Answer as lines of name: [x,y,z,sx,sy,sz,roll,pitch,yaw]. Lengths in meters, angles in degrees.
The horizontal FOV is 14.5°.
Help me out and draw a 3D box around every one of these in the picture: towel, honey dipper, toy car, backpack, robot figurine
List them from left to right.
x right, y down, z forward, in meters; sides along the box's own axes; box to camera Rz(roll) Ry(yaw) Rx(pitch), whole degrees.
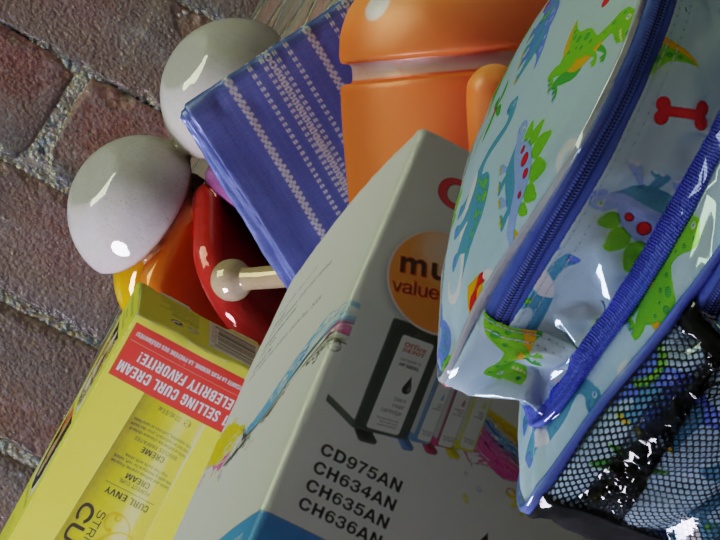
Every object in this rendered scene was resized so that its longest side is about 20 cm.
toy car: [-0.050,-0.026,1.559,0.200,0.175,0.150,-50,31,9]
honey dipper: [0.000,0.000,1.427,0.199,0.038,0.038,-4,50,38]
towel: [0.024,-0.082,1.345,0.199,0.145,0.024,-34,40,-2]
robot figurine: [0.048,-0.054,1.251,0.144,0.116,0.202,-10,-83,-60]
backpack: [0.115,-0.029,0.815,0.200,0.146,0.184,-52,15,36]

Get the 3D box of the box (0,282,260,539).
box: [-0.112,0.111,1.229,0.201,0.075,0.050,-59,10,12]

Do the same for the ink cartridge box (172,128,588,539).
ink cartridge box: [0.025,0.087,0.980,0.145,0.147,0.201,-47,18,60]
